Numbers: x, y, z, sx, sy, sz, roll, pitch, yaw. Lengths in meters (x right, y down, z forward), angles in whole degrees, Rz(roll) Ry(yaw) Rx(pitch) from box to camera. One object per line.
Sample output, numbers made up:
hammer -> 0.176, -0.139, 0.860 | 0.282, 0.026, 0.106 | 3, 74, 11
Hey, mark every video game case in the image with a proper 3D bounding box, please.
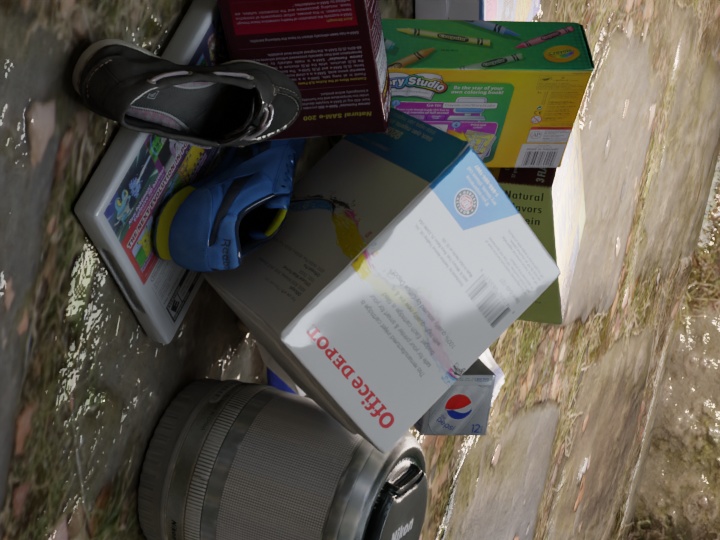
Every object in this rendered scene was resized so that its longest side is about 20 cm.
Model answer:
video game case -> -0.131, -0.073, 1.274 | 0.200, 0.023, 0.182 | -64, 157, -25

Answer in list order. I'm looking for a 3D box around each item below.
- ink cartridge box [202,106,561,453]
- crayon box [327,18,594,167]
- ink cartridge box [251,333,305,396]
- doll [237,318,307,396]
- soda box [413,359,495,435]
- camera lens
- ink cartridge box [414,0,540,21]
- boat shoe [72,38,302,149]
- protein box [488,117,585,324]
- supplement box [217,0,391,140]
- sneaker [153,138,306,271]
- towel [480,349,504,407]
ink cartridge box -> 0.014, 0.003, 1.315 | 0.200, 0.145, 0.147 | -44, 124, -9
crayon box -> 0.079, -0.144, 1.414 | 0.119, 0.200, 0.058 | 103, -17, -50
ink cartridge box -> 0.000, 0.000, 1.440 | 0.200, 0.067, 0.117 | -33, 128, -17
doll -> -0.056, 0.028, 1.494 | 0.136, 0.048, 0.200 | -22, 126, -39
soda box -> 0.061, 0.092, 1.657 | 0.200, 0.068, 0.063 | -133, -133, -65
camera lens -> -0.057, 0.181, 1.386 | 0.160, 0.200, 0.160 | 15, 90, -69
ink cartridge box -> 0.125, -0.295, 1.710 | 0.200, 0.076, 0.136 | -54, 151, -47
boat shoe -> -0.106, -0.109, 1.174 | 0.200, 0.057, 0.067 | 5, 124, -48
protein box -> 0.097, -0.071, 1.590 | 0.200, 0.198, 0.135 | 77, 24, -51
supplement box -> -0.044, -0.194, 1.244 | 0.061, 0.109, 0.200 | -80, 164, -54
sneaker -> -0.074, -0.058, 1.292 | 0.200, 0.078, 0.066 | -51, 147, -49
towel -> 0.102, 0.038, 1.776 | 0.147, 0.024, 0.200 | -31, 100, -78
